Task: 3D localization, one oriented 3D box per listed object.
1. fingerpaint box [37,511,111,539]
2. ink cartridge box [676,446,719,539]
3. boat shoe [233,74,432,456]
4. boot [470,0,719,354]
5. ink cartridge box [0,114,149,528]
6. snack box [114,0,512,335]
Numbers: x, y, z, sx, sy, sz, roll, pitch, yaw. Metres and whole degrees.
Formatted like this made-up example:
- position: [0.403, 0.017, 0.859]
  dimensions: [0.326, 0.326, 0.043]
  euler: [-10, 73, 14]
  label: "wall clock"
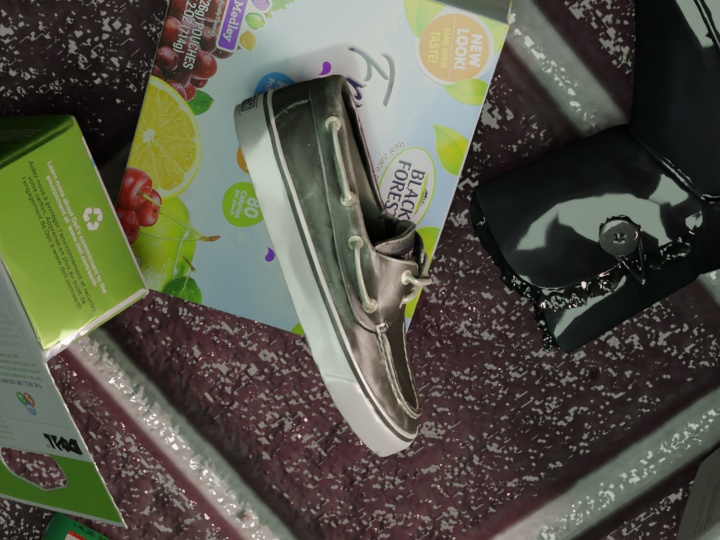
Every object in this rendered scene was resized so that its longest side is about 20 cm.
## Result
- position: [-0.136, 0.263, 1.287]
  dimensions: [0.200, 0.073, 0.167]
  euler: [29, 113, -6]
  label: "fingerpaint box"
- position: [0.277, 0.120, 1.134]
  dimensions: [0.145, 0.088, 0.200]
  euler: [31, 137, -6]
  label: "ink cartridge box"
- position: [0.000, 0.000, 1.088]
  dimensions: [0.064, 0.071, 0.200]
  euler: [-16, 110, 13]
  label: "boat shoe"
- position: [0.129, -0.064, 1.113]
  dimensions: [0.168, 0.076, 0.200]
  euler: [-23, 115, 11]
  label: "boot"
- position: [-0.176, 0.025, 1.149]
  dimensions: [0.148, 0.076, 0.200]
  euler: [4, 123, 50]
  label: "ink cartridge box"
- position: [-0.029, -0.071, 1.134]
  dimensions: [0.168, 0.068, 0.200]
  euler: [18, 116, -2]
  label: "snack box"
